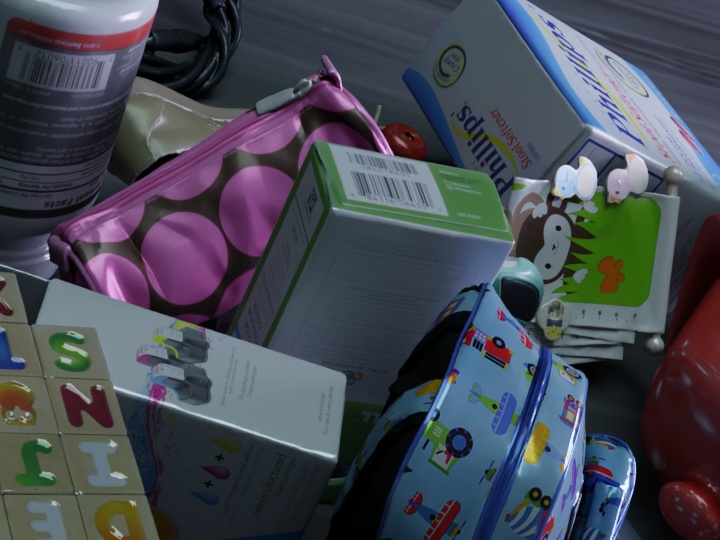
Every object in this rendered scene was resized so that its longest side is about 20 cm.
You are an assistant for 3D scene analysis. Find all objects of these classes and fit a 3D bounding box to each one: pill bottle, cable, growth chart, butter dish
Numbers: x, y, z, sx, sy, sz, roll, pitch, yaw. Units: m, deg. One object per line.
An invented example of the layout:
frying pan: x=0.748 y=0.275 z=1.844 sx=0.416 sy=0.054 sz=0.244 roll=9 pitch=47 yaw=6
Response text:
pill bottle: x=-0.193 y=-0.093 z=0.948 sx=0.115 sy=0.201 sz=0.116 roll=16 pitch=35 yaw=-12
cable: x=-0.143 y=-0.223 z=1.221 sx=0.163 sy=0.051 sz=0.201 roll=43 pitch=41 yaw=-24
growth chart: x=0.128 y=0.002 z=1.073 sx=0.198 sy=0.146 sz=0.018 roll=-9 pitch=14 yaw=-29
butter dish: x=0.237 y=0.105 z=1.005 sx=0.199 sy=0.201 sz=0.148 roll=39 pitch=63 yaw=23

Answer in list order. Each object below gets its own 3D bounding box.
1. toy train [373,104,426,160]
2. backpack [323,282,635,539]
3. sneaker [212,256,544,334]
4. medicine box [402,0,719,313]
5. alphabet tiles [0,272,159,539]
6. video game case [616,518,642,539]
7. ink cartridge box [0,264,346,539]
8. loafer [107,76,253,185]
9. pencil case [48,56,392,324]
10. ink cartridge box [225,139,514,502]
toy train: x=0.046 y=-0.041 z=1.146 sx=0.115 sy=0.085 sz=0.201 roll=31 pitch=33 yaw=-9
backpack: x=0.057 y=0.117 z=0.807 sx=0.133 sy=0.201 sz=0.183 roll=23 pitch=40 yaw=6
sneaker: x=0.000 y=0.000 z=1.006 sx=0.198 sy=0.078 sz=0.140 roll=-14 pitch=42 yaw=-7
medicine box: x=0.155 y=-0.088 z=1.205 sx=0.199 sy=0.103 sz=0.183 roll=22 pitch=29 yaw=-41
alphabet tiles: x=-0.174 y=0.069 z=0.708 sx=0.165 sy=0.006 sz=0.201 roll=6 pitch=42 yaw=-32
video game case: x=0.095 y=0.150 z=0.969 sx=0.142 sy=0.019 sz=0.200 roll=-4 pitch=43 yaw=-36
ink cartridge box: x=-0.119 y=0.082 z=0.836 sx=0.198 sy=0.116 sz=0.068 roll=18 pitch=36 yaw=-8
loafer: x=-0.097 y=-0.064 z=1.071 sx=0.199 sy=0.076 sz=0.068 roll=11 pitch=46 yaw=-46
pencil case: x=-0.079 y=-0.033 z=0.941 sx=0.199 sy=0.094 sz=0.091 roll=-33 pitch=45 yaw=-10
ink cartridge box: x=-0.008 y=0.033 z=0.894 sx=0.103 sy=0.201 sz=0.060 roll=9 pitch=37 yaw=-23
